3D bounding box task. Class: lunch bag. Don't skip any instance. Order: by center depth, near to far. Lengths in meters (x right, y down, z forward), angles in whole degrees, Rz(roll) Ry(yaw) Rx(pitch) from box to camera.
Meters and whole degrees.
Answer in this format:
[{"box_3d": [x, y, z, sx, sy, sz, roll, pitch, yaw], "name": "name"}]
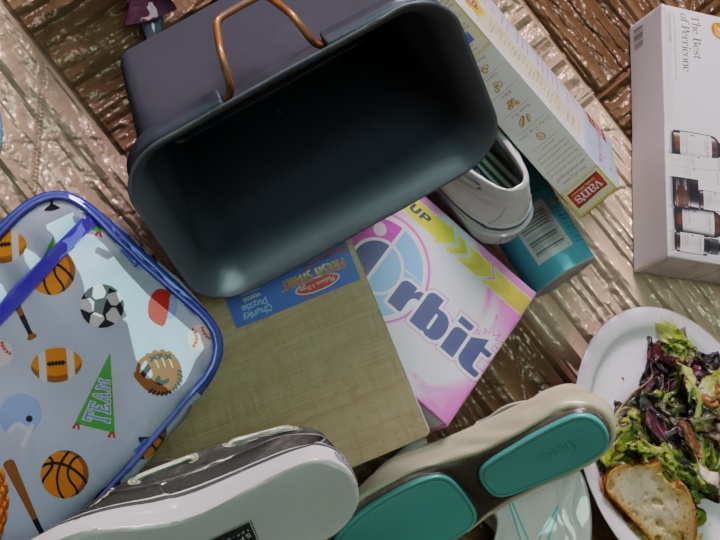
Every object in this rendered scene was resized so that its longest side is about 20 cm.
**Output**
[{"box_3d": [-0.187, 0.063, 0.755, 0.160, 0.076, 0.200, 44, 82, -6], "name": "lunch bag"}]

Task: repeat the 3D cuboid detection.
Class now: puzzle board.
[{"box_3d": [-0.078, 0.067, 0.809, 0.199, 0.017, 0.151, -22, 90, -2], "name": "puzzle board"}]

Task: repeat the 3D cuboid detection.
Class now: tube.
[{"box_3d": [0.090, -0.078, 0.949, 0.077, 0.050, 0.200, -24, 77, -33], "name": "tube"}]

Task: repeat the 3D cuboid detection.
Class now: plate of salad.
[{"box_3d": [0.228, 0.118, 0.929, 0.199, 0.048, 0.201, 15, 62, -31], "name": "plate of salad"}]

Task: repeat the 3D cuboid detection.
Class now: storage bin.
[{"box_3d": [-0.048, -0.106, 0.776, 0.199, 0.146, 0.135, -30, 44, -1], "name": "storage bin"}]

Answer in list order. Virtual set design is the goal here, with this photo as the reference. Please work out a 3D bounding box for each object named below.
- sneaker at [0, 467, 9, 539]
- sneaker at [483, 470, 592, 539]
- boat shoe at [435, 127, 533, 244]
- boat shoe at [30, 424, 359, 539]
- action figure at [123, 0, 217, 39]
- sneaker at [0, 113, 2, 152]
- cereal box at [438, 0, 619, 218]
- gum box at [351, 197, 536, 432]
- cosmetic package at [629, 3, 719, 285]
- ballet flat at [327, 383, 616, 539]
[{"box_3d": [-0.244, 0.174, 0.682, 0.092, 0.076, 0.201, 21, 107, -7], "name": "sneaker"}, {"box_3d": [0.117, 0.221, 0.865, 0.080, 0.071, 0.201, -5, 64, -7], "name": "sneaker"}, {"box_3d": [0.048, -0.108, 0.893, 0.073, 0.067, 0.200, -36, 69, -22], "name": "boat shoe"}, {"box_3d": [-0.101, 0.138, 0.720, 0.199, 0.064, 0.071, -17, 116, -14], "name": "boat shoe"}, {"box_3d": [-0.105, -0.214, 0.861, 0.199, 0.134, 0.149, 12, 54, -8], "name": "action figure"}, {"box_3d": [-0.261, -0.150, 0.798, 0.078, 0.090, 0.201, -14, 82, -25], "name": "sneaker"}, {"box_3d": [0.098, -0.136, 0.916, 0.039, 0.144, 0.200, -39, 98, 17], "name": "cereal box"}, {"box_3d": [0.000, 0.000, 0.876, 0.200, 0.066, 0.114, 40, 65, -7], "name": "gum box"}, {"box_3d": [0.252, -0.095, 1.015, 0.082, 0.051, 0.201, 8, 73, -21], "name": "cosmetic package"}, {"box_3d": [0.067, 0.126, 0.858, 0.199, 0.069, 0.070, -24, 85, 6], "name": "ballet flat"}]
